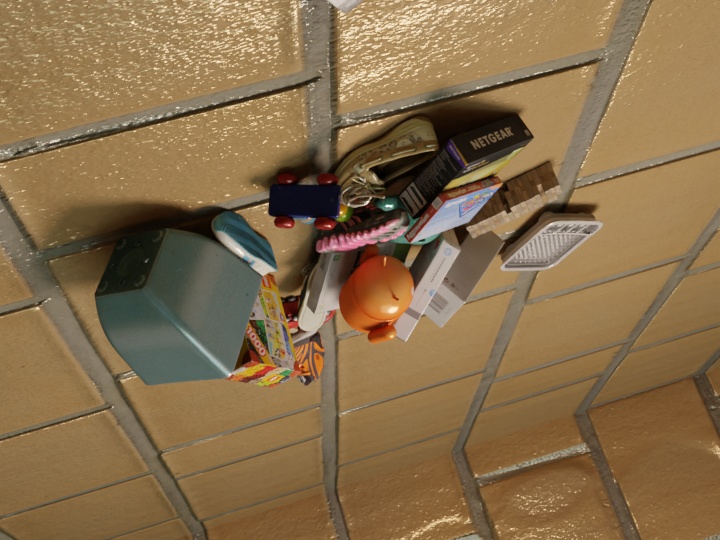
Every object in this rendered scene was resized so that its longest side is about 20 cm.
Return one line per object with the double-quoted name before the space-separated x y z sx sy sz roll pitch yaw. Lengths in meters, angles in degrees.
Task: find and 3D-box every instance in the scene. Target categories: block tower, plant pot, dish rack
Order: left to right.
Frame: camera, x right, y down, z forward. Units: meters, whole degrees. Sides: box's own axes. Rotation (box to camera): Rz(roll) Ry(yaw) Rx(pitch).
"plant pot" -0.309 0.042 1.558 0.193 0.199 0.200 -9 140 32
"block tower" 0.278 -0.129 1.829 0.197 0.059 0.054 -24 154 12
"dish rack" 0.398 -0.066 2.060 0.169 0.044 0.200 -2 150 -34

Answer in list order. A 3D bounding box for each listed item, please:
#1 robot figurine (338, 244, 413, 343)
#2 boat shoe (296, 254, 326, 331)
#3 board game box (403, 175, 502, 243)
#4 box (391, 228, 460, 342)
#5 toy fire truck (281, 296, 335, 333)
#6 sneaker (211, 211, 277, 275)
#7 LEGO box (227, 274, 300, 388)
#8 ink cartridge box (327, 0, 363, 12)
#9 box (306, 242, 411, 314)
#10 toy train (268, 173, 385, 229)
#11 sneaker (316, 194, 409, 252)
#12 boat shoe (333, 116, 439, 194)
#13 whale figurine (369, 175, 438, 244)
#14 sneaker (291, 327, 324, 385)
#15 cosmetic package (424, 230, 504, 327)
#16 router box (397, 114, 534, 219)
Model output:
"robot figurine" 0.029 0.044 1.725 0.115 0.146 0.200 29 157 -5
"boat shoe" -0.076 0.023 1.865 0.073 0.062 0.202 4 127 -20
"board game box" 0.157 -0.103 1.613 0.199 0.020 0.103 -21 157 -53
"box" 0.115 0.016 1.818 0.041 0.156 0.202 27 104 -8
"toy fire truck" -0.156 0.108 2.005 0.196 0.049 0.142 -9 154 -23
"sneaker" -0.210 -0.032 1.649 0.079 0.078 0.200 -21 154 10
"LEGO box" -0.203 0.101 1.773 0.076 0.203 0.148 -29 154 24
"ink cartridge box" -0.001 -0.395 1.043 0.198 0.085 0.175 -31 153 24
"box" 0.000 0.000 1.825 0.197 0.036 0.146 -10 133 -37
"toy train" -0.038 -0.103 1.556 0.196 0.087 0.115 2 175 19
"sneaker" -0.003 -0.089 1.629 0.198 0.097 0.078 -12 168 40
"boat shoe" 0.037 -0.170 1.557 0.198 0.064 0.073 -33 152 27
"whale figurine" 0.062 -0.085 1.703 0.197 0.106 0.159 -21 156 12
"sneaker" -0.145 0.200 2.049 0.198 0.114 0.077 -27 -169 -37
"cosmetic package" 0.195 0.006 1.895 0.201 0.071 0.102 -52 179 -40
"router box" 0.174 -0.171 1.595 0.198 0.053 0.157 -25 165 -44
